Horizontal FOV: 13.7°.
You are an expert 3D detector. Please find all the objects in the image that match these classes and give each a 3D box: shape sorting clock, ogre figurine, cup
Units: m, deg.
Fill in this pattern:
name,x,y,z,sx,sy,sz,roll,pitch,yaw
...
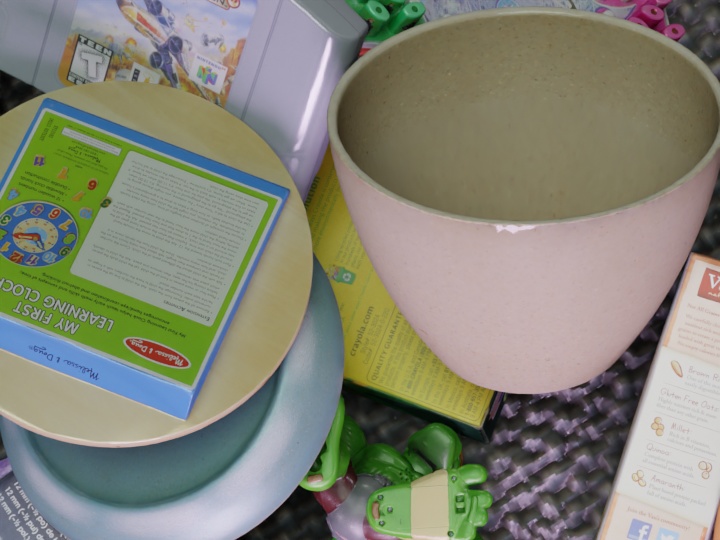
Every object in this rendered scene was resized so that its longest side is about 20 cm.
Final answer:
name,x,y,z,sx,sy,sz,roll,pitch,yaw
shape sorting clock,-0.124,-0.004,1.521,0.200,0.039,0.200,2,63,-3
ogre figurine,0.009,0.116,1.586,0.200,0.120,0.098,23,79,12
cup,0.086,-0.023,1.528,0.200,0.143,0.200,-2,35,1

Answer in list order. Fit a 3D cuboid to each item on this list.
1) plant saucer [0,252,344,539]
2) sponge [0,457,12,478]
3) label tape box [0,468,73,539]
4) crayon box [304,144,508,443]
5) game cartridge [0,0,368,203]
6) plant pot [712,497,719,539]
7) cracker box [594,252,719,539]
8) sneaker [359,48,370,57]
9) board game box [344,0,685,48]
name,x,y,z,sx,sy,sz,roll,pitch,yaw
plant saucer,-0.105,0.050,1.554,0.200,0.027,0.200,-7,70,21
sponge,-0.171,0.200,1.638,0.111,0.030,0.200,-25,75,1
label tape box,-0.162,0.182,1.593,0.200,0.066,0.143,-36,73,-4
crayon box,0.000,0.000,1.650,0.200,0.051,0.127,21,80,12
game cartridge,-0.100,-0.128,1.566,0.200,0.133,0.042,27,39,11
plant pot,0.265,0.117,1.515,0.140,0.200,0.200,16,80,19
cracker box,0.164,0.103,1.558,0.058,0.134,0.200,17,80,7
sneaker,0.044,-0.101,1.670,0.200,0.077,0.082,8,106,8
board game box,0.072,-0.210,1.635,0.200,0.026,0.200,2,64,-26
